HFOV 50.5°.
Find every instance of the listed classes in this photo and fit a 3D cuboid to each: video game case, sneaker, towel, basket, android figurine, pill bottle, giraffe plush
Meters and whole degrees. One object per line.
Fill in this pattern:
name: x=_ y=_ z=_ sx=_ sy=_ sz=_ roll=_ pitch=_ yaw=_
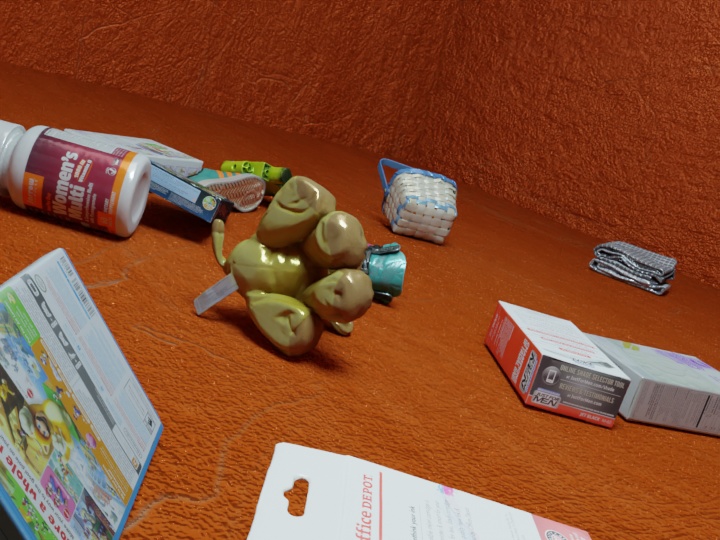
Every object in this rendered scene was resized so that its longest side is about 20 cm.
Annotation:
video game case: x=-0.167 y=0.076 z=0.423 sx=0.018 sy=0.145 sz=0.200 roll=-24 pitch=15 yaw=2
sneaker: x=0.000 y=0.000 z=1.041 sx=0.119 sy=0.085 sz=0.199 roll=11 pitch=9 yaw=22
towel: x=0.712 y=-0.014 z=1.977 sx=0.198 sy=0.087 sz=0.165 roll=24 pitch=16 yaw=28
basket: x=0.124 y=-0.163 z=1.675 sx=0.173 sy=0.140 sz=0.202 roll=13 pitch=44 yaw=-15
android figurine: x=-0.195 y=-0.175 z=1.493 sx=0.197 sy=0.042 sz=0.181 roll=6 pitch=-10 yaw=36
pill bottle: x=-0.379 y=-0.121 z=0.980 sx=0.196 sy=0.112 sz=0.110 roll=15 pitch=13 yaw=-6
sneaker: x=-0.247 y=-0.148 z=1.344 sx=0.079 sy=0.073 sz=0.199 roll=27 pitch=17 yaw=24
giraffe plush: x=-0.058 y=0.009 z=0.838 sx=0.197 sy=0.176 sz=0.162 roll=-16 pitch=-12 yaw=23

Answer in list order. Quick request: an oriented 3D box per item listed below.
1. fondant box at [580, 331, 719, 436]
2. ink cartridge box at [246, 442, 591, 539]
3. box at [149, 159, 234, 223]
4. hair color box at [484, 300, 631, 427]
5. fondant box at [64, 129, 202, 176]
fondant box: x=0.386 y=0.146 z=0.969 sx=0.196 sy=0.059 sz=0.144 roll=14 pitch=13 yaw=-19
ink cartridge box: x=0.034 y=0.169 z=0.406 sx=0.196 sy=0.069 sz=0.117 roll=18 pitch=13 yaw=-2
box: x=-0.264 y=-0.119 z=1.142 sx=0.135 sy=0.038 sz=0.200 roll=27 pitch=1 yaw=-6
hair color box: x=0.229 y=0.107 z=0.921 sx=0.109 sy=0.065 sz=0.200 roll=16 pitch=12 yaw=-7
fondant box: x=-0.396 y=-0.191 z=1.330 sx=0.143 sy=0.059 sz=0.199 roll=24 pitch=16 yaw=27
